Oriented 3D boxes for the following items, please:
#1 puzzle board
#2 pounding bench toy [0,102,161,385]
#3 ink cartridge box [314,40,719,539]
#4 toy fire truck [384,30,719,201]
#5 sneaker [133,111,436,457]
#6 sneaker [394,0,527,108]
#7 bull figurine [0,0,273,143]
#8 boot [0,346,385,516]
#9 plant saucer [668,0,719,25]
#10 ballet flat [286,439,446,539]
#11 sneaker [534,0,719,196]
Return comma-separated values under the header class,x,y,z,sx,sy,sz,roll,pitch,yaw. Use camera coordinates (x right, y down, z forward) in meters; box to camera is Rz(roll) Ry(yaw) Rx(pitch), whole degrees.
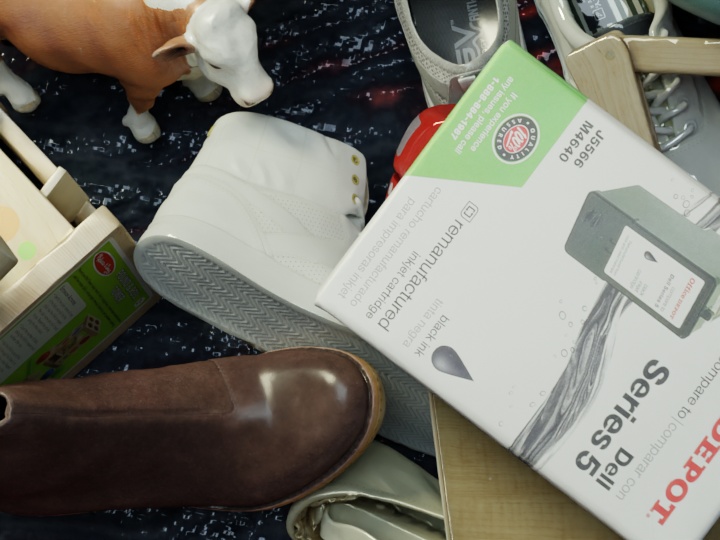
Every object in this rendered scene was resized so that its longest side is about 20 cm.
class,x,y,z,sx,sy,sz,roll,pitch,yaw
puzzle board,0.133,0.117,1.275,0.199,0.017,0.151,2,62,-16
pounding bench toy,-0.203,-0.028,1.303,0.124,0.200,0.156,-42,75,-5
ink cartridge box,0.103,0.017,1.229,0.200,0.084,0.146,37,91,5
toy fire truck,0.120,-0.058,1.296,0.199,0.049,0.142,18,105,7
sneaker,0.000,0.000,1.336,0.200,0.074,0.116,34,51,-10
sneaker,0.044,-0.166,1.371,0.074,0.082,0.201,-18,74,2
bull figurine,-0.125,-0.118,1.353,0.199,0.122,0.065,21,63,14
boot,-0.106,0.074,1.253,0.199,0.166,0.073,-15,76,28
plant saucer,0.203,-0.145,1.311,0.199,0.200,0.028,19,116,11
ballet flat,0.052,0.145,1.290,0.200,0.069,0.070,26,80,19
sneaker,0.133,-0.089,1.345,0.073,0.071,0.200,-28,76,-1
